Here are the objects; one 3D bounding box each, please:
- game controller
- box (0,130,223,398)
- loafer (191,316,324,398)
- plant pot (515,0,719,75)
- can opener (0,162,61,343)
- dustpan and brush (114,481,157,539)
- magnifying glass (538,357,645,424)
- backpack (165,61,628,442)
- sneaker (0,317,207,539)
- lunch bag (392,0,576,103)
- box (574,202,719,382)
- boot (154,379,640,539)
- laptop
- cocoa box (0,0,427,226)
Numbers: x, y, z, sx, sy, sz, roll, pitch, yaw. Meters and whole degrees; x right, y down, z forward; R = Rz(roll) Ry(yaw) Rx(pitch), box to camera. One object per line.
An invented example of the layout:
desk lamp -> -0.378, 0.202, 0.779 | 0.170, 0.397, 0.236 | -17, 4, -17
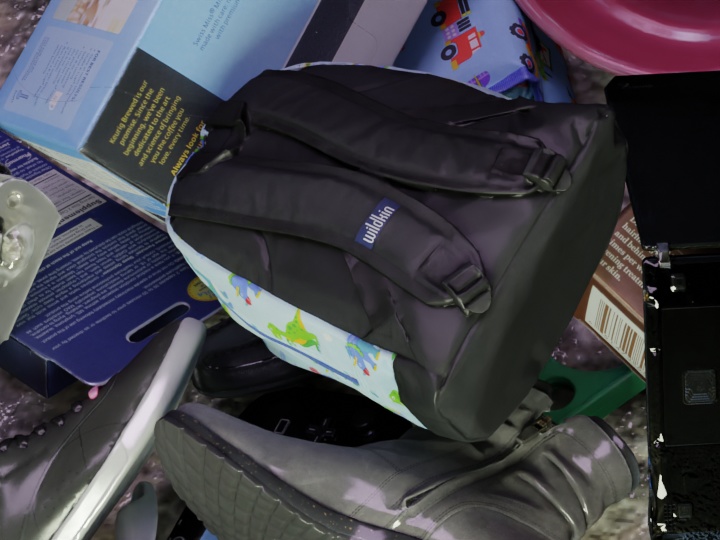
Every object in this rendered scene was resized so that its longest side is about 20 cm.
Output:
game controller -> -0.051, 0.141, 1.206 | 0.104, 0.042, 0.200 | 12, 58, 29
box -> -0.166, 0.000, 1.336 | 0.200, 0.032, 0.121 | 29, 44, 31
loafer -> 0.000, 0.000, 1.273 | 0.200, 0.070, 0.068 | -25, 22, -1
plant pot -> 0.181, -0.213, 1.299 | 0.200, 0.200, 0.179 | 4, 25, 24
can opener -> -0.212, 0.041, 1.271 | 0.200, 0.053, 0.067 | -65, 28, 2
dustpan and brush -> -0.116, 0.169, 1.174 | 0.140, 0.057, 0.200 | -34, 41, 29
magnifying glass -> 0.090, 0.068, 1.224 | 0.080, 0.022, 0.200 | 18, 62, 31
backpack -> 0.006, -0.017, 1.149 | 0.200, 0.154, 0.163 | 22, 71, 25
sneaker -> -0.160, 0.087, 1.215 | 0.099, 0.071, 0.200 | 35, 86, 5
lunch bag -> 0.004, -0.093, 1.354 | 0.200, 0.094, 0.151 | -23, 50, 15
box -> 0.199, -0.026, 1.202 | 0.200, 0.075, 0.100 | -42, 75, -13
boot -> 0.016, 0.089, 1.173 | 0.200, 0.070, 0.132 | 29, 56, 15
laptop -> 0.206, 0.011, 1.146 | 0.177, 0.200, 0.103 | -3, 7, -3
cocoa box -> -0.070, -0.123, 1.282 | 0.200, 0.131, 0.133 | -62, 30, -5
